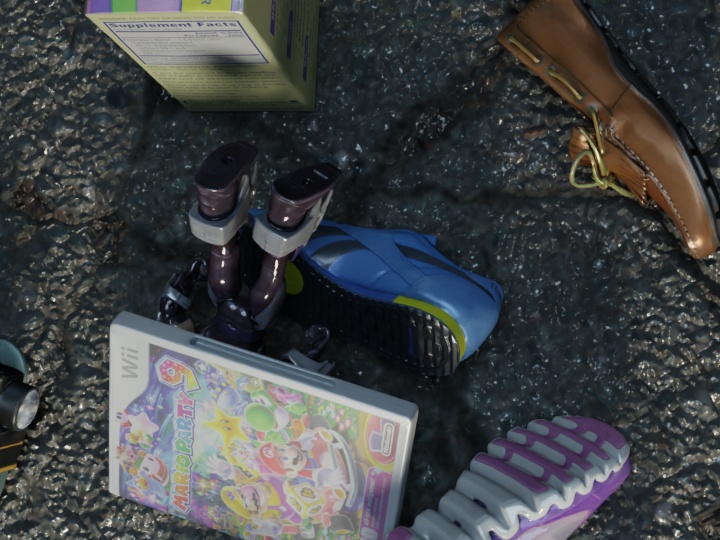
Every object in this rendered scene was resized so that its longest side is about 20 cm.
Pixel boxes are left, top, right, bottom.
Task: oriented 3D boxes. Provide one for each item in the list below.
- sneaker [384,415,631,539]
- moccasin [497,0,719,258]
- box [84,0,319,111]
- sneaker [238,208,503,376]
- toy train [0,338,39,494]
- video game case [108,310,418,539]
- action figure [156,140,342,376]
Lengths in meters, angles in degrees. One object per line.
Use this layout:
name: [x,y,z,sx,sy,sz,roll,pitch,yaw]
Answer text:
sneaker: [0.089,0.171,0.825,0.199,0.080,0.089,-35,117,-15]
moccasin: [0.160,-0.090,0.854,0.077,0.074,0.202,-37,79,11]
box: [-0.090,-0.213,0.854,0.095,0.200,0.179,1,81,10]
sneaker: [0.000,0.000,0.881,0.198,0.066,0.079,23,48,23]
toy train: [-0.314,0.086,0.907,0.198,0.085,0.115,19,94,13]
video game case: [-0.067,0.115,0.843,0.198,0.018,0.145,17,125,13]
action figure: [-0.072,0.021,0.843,0.129,0.069,0.202,24,127,11]
